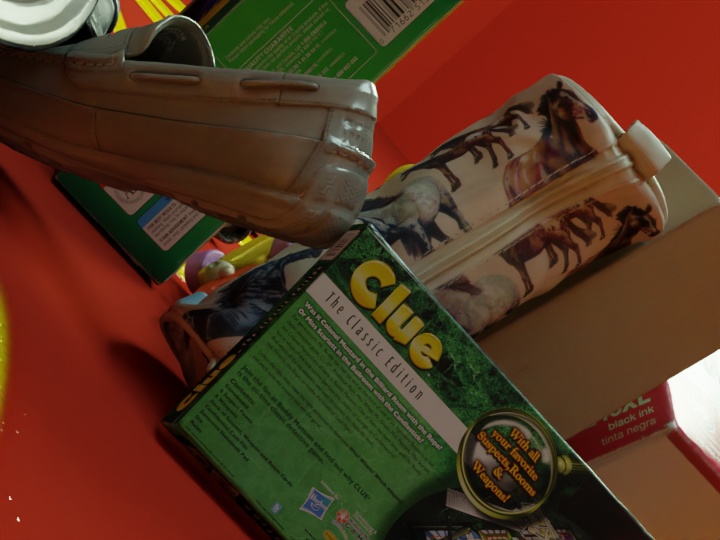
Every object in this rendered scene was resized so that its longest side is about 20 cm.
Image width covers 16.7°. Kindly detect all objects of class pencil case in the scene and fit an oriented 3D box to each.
[{"bbox_3d":[0.023,-0.001,0.950,0.078,0.200,0.089,61,-8,-16],"label":"pencil case"}]

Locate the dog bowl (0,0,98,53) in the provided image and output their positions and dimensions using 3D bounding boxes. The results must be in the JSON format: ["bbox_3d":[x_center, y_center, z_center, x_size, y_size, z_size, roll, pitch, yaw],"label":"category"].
[{"bbox_3d":[-0.170,-0.172,0.902,0.200,0.074,0.201,-11,90,-68],"label":"dog bowl"}]

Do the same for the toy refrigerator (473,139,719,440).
[{"bbox_3d":[0.065,0.034,1.022,0.070,0.200,0.076,59,-1,-27],"label":"toy refrigerator"}]

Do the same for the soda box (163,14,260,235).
[{"bbox_3d":[-0.081,-0.080,1.447,0.068,0.063,0.200,51,6,21],"label":"soda box"}]

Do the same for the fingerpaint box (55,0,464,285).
[{"bbox_3d":[-0.046,-0.102,1.137,0.073,0.200,0.167,46,6,-12],"label":"fingerpaint box"}]

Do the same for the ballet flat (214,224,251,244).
[{"bbox_3d":[-0.052,-0.084,1.285,0.071,0.069,0.200,63,-28,28],"label":"ballet flat"}]

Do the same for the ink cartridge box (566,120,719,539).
[{"bbox_3d":[0.133,0.049,1.152,0.145,0.083,0.200,44,29,-38],"label":"ink cartridge box"}]

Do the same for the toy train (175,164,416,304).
[{"bbox_3d":[0.000,0.000,1.107,0.150,0.200,0.056,2,-66,65],"label":"toy train"}]

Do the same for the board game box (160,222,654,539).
[{"bbox_3d":[0.031,0.090,0.897,0.200,0.105,0.023,48,-12,-12],"label":"board game box"}]

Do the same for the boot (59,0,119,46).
[{"bbox_3d":[-0.189,-0.168,1.252,0.165,0.066,0.200,46,10,-11],"label":"boot"}]

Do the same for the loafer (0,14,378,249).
[{"bbox_3d":[-0.081,-0.064,0.941,0.200,0.070,0.070,18,-4,25],"label":"loafer"}]
